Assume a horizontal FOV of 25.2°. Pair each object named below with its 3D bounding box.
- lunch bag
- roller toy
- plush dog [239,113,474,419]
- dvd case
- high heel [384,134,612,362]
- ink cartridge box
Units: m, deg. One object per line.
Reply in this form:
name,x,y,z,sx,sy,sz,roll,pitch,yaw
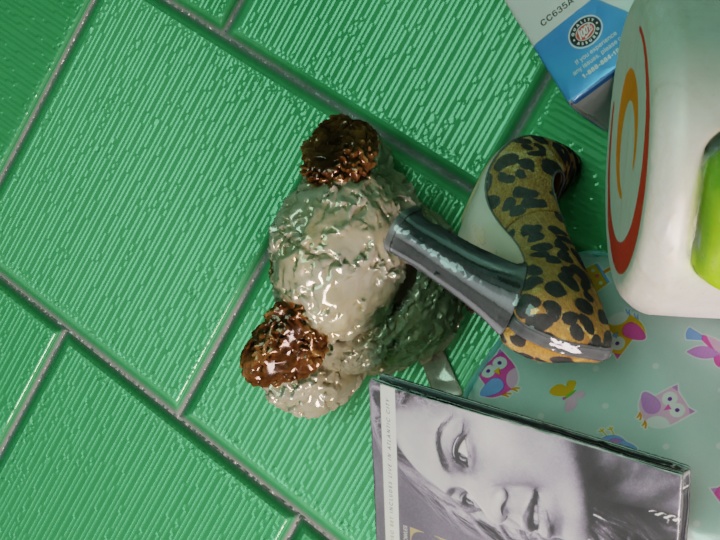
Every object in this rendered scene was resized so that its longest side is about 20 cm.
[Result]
lunch bag,0.163,0.089,0.940,0.199,0.077,0.161,27,70,29
roller toy,0.214,-0.068,0.885,0.138,0.183,0.203,3,71,0
plush dog,0.000,0.000,1.013,0.159,0.171,0.203,11,86,28
dvd case,0.091,0.150,0.913,0.198,0.016,0.150,15,119,33
high heel,0.121,-0.011,0.956,0.142,0.199,0.072,34,126,21
ink cartridge box,0.152,-0.216,1.017,0.146,0.086,0.201,-37,69,18
